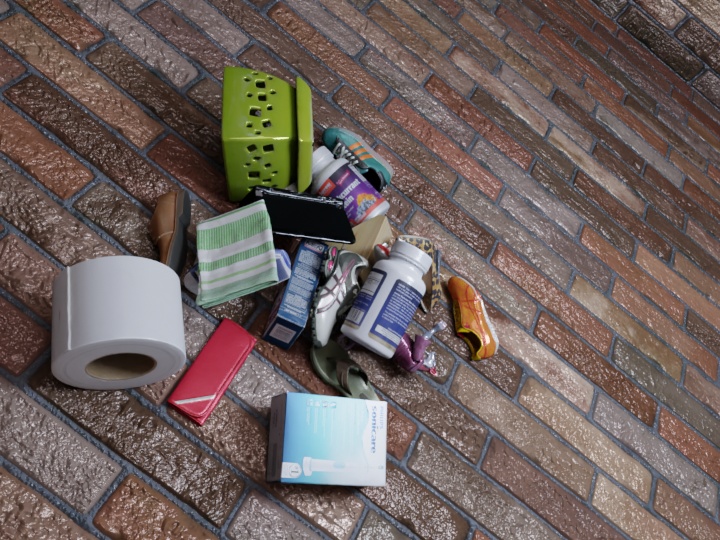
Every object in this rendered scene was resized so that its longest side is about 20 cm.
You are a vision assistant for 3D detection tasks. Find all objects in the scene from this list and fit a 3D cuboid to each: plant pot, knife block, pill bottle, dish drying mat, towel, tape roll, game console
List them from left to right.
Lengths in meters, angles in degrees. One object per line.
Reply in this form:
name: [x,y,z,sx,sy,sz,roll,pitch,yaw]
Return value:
tape roll: [-0.381,0.088,1.072,0.200,0.203,0.141,3,60,-29]
dish drying mat: [-0.260,0.176,1.207,0.076,0.018,0.201,34,50,-6]
towel: [-0.227,-0.034,1.214,0.150,0.024,0.202,-19,48,6]
plant pot: [-0.187,-0.276,1.390,0.178,0.200,0.203,0,59,-7]
game console: [-0.132,-0.096,1.375,0.197,0.175,0.119,7,74,-27]
pill bottle: [-0.040,-0.175,1.501,0.200,0.112,0.111,46,49,4]
knife block: [0.000,0.000,1.387,0.198,0.064,0.177,-27,53,-2]
pill bottle: [0.055,0.051,1.269,0.110,0.111,0.202,30,82,-10]

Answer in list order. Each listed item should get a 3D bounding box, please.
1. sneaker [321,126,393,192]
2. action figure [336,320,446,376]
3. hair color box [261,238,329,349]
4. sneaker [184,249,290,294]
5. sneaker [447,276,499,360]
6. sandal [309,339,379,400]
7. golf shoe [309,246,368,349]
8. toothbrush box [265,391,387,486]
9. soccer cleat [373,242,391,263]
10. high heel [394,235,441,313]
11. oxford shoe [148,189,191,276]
sneaker: [-0.012,-0.259,1.598,0.198,0.071,0.080,34,45,-9]
action figure: [0.076,0.145,1.350,0.200,0.134,0.149,44,50,5]
hair color box: [-0.125,0.040,1.320,0.060,0.100,0.202,25,51,-12]
sneaker: [-0.233,-0.030,1.281,0.196,0.081,0.116,-9,47,6]
sneaker: [0.240,0.102,1.518,0.076,0.073,0.202,-13,65,-25]
sandal: [-0.015,0.207,1.305,0.201,0.057,0.080,48,50,4]
golf shoe: [-0.044,0.053,1.284,0.086,0.077,0.203,11,71,5]
toothbrush box: [-0.057,0.298,1.185,0.197,0.085,0.149,9,71,-24]
soccer cleat: [0.058,0.020,1.392,0.085,0.201,0.069,-38,55,-4]
high heel: [0.123,0.008,1.453,0.199,0.070,0.145,22,71,-55]
oxford shoe: [-0.365,-0.059,1.278,0.070,0.072,0.203,-3,59,1]
